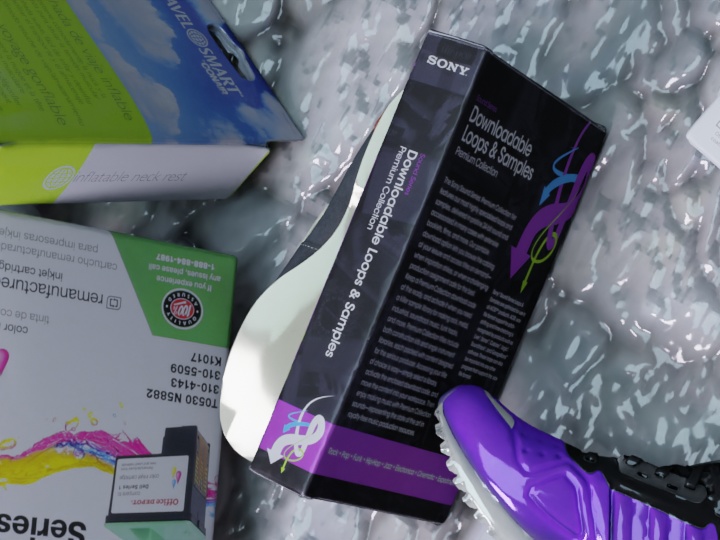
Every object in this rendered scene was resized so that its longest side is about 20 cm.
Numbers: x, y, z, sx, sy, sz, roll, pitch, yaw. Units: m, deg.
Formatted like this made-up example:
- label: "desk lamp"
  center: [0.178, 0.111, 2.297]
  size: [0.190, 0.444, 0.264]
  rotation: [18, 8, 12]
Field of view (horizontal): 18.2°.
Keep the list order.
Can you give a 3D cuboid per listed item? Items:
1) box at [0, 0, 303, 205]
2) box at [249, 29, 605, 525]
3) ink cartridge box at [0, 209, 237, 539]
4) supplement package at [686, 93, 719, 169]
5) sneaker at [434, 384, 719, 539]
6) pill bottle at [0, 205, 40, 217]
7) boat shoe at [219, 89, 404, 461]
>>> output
- label: "box"
  center: [-0.132, -0.091, 1.060]
  size: [0.048, 0.200, 0.122]
  rotation: [-48, 63, 30]
- label: "box"
  center: [0.033, 0.008, 0.981]
  size: [0.036, 0.143, 0.201]
  rotation: [24, 90, 29]
- label: "ink cartridge box"
  center: [-0.144, 0.083, 1.041]
  size: [0.084, 0.144, 0.201]
  rotation: [-8, 75, 52]
- label: "supplement package"
  center: [0.264, -0.067, 0.877]
  size: [0.151, 0.152, 0.200]
  rotation: [44, 100, 25]
- label: "sneaker"
  center: [0.122, 0.108, 0.958]
  size: [0.100, 0.070, 0.200]
  rotation: [-44, 78, 5]
- label: "pill bottle"
  center: [-0.209, -0.097, 1.135]
  size: [0.114, 0.114, 0.201]
  rotation: [-9, 76, 24]
- label: "boat shoe"
  center: [0.000, 0.000, 1.045]
  size: [0.071, 0.063, 0.201]
  rotation: [28, 95, 1]
